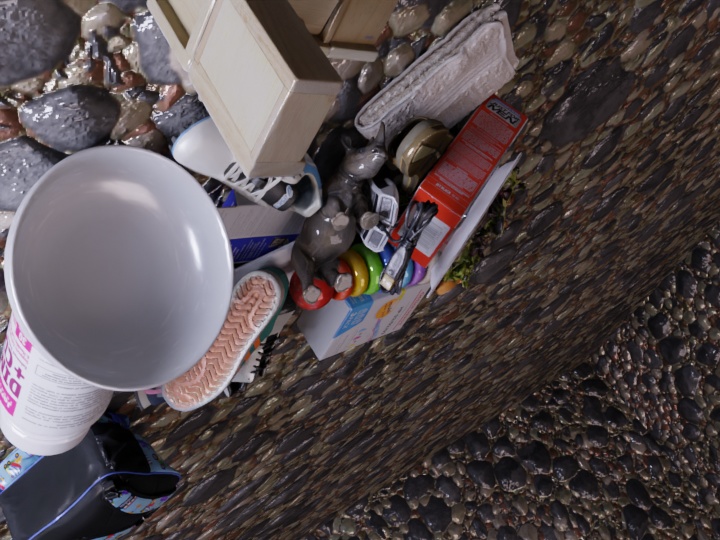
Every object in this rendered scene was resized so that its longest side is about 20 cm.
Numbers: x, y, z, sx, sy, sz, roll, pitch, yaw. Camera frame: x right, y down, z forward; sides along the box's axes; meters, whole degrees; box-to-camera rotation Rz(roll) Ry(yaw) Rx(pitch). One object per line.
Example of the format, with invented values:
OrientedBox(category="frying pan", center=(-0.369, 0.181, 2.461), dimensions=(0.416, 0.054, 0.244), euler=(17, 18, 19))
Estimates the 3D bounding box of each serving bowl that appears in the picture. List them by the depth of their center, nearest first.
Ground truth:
OrientedBox(category="serving bowl", center=(-0.207, -0.001, 0.644), dimensions=(0.065, 0.203, 0.199), euler=(-6, -175, 45))

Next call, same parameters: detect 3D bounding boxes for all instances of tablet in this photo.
OrientedBox(category="tablet", center=(-0.154, 0.028, 0.905), dimensions=(0.198, 0.014, 0.130), euler=(-26, 164, -10))

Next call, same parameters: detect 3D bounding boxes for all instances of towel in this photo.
OrientedBox(category="towel", center=(0.091, -0.199, 0.852), dimensions=(0.199, 0.035, 0.132), euler=(-40, 157, 6))

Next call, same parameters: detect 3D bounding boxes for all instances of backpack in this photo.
OrientedBox(category="backpack", center=(-0.344, 0.278, 0.995), dimensions=(0.182, 0.135, 0.200), euler=(-40, 157, 8))

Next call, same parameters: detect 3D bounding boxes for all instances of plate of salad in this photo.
OrientedBox(category="plate of salad", center=(0.140, -0.046, 0.884), dimensions=(0.201, 0.048, 0.200), euler=(-56, 174, -9))

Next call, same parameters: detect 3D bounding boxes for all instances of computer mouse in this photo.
OrientedBox(category="computer mouse", center=(0.028, -0.061, 0.830), dimensions=(0.043, 0.201, 0.111), euler=(8, 116, -22))

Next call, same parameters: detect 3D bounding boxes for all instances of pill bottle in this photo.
OrientedBox(category="pill bottle", center=(-0.291, 0.090, 0.742), dimensions=(0.112, 0.114, 0.201), euler=(-14, 148, -43))

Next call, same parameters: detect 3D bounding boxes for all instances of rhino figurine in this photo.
OrientedBox(category="rhino figurine", center=(-0.020, -0.068, 0.813), dimensions=(0.059, 0.088, 0.202), euler=(15, 109, -28))

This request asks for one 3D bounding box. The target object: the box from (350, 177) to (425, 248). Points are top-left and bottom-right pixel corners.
OrientedBox(category="box", center=(0.012, -0.041, 1.024), dimensions=(0.198, 0.044, 0.161), euler=(-18, 150, -38))

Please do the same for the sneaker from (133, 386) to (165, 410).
OrientedBox(category="sneaker", center=(-0.238, 0.102, 0.897), dimensions=(0.081, 0.071, 0.200), euler=(-17, 160, -19))

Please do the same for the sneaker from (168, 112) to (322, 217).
OrientedBox(category="sneaker", center=(-0.098, -0.098, 0.722), dimensions=(0.072, 0.073, 0.199), euler=(-43, 156, 19))

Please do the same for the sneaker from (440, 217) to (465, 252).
OrientedBox(category="sneaker", center=(0.174, -0.096, 1.066), dimensions=(0.105, 0.075, 0.200), euler=(-55, 171, 34))

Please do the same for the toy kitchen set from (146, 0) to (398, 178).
OrientedBox(category="toy kitchen set", center=(-0.044, -0.137, 0.580), dimensions=(0.198, 0.181, 0.164), euler=(-9, 146, -41))

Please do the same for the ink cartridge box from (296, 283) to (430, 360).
OrientedBox(category="ink cartridge box", center=(0.022, 0.038, 1.043), dimensions=(0.198, 0.068, 0.116), euler=(-18, 151, -41))

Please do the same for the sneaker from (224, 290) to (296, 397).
OrientedBox(category="sneaker", center=(-0.134, 0.096, 0.989), dimensions=(0.073, 0.081, 0.200), euler=(-13, 157, -44))

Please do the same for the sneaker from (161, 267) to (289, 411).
OrientedBox(category="sneaker", center=(-0.147, 0.079, 0.868), dimensions=(0.200, 0.071, 0.080), euler=(-48, 174, 12))

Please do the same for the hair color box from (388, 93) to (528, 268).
OrientedBox(category="hair color box", center=(0.117, -0.111, 0.909), dimensions=(0.200, 0.064, 0.111), euler=(-52, 176, -36))

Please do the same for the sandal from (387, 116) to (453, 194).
OrientedBox(category="sandal", center=(0.056, -0.132, 0.809), dimensions=(0.081, 0.054, 0.200), euler=(-51, 174, 5))

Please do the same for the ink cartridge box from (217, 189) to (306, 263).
OrientedBox(category="ink cartridge box", center=(-0.111, -0.051, 0.839), dimensions=(0.199, 0.037, 0.095), euler=(-12, 148, -50))

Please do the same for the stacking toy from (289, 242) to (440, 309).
OrientedBox(category="stacking toy", center=(0.000, 0.000, 0.929), dimensions=(0.198, 0.086, 0.086), euler=(-18, 151, -31))
